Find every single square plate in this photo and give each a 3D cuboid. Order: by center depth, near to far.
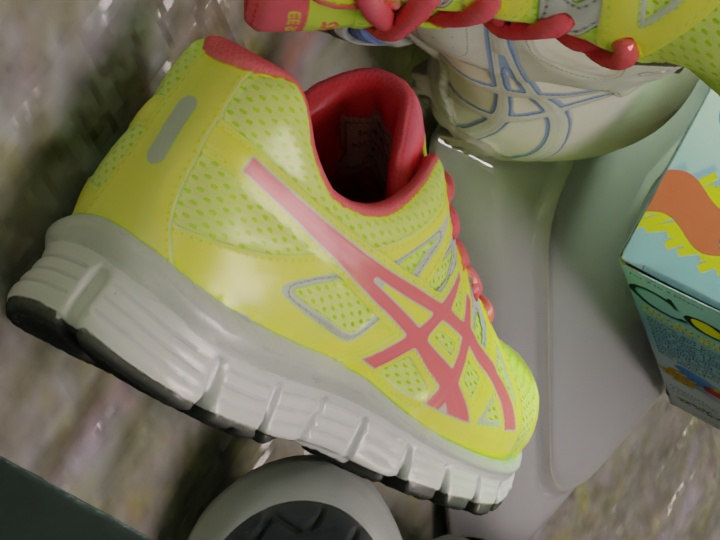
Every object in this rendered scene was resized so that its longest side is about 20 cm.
[{"bbox_3d":[0.089,-0.024,0.906,0.200,0.028,0.199,-46,148,-32],"label":"square plate"}]

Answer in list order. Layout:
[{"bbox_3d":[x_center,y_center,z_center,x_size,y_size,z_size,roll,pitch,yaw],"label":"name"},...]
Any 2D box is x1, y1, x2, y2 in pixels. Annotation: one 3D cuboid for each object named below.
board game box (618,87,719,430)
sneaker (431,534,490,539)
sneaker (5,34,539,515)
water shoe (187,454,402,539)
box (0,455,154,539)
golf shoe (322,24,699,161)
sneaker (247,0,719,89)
[{"bbox_3d":[0.149,-0.002,0.843,0.103,0.105,0.200,-61,166,-7],"label":"board game box"},{"bbox_3d":[0.068,0.112,0.912,0.083,0.072,0.200,-26,162,0],"label":"sneaker"},{"bbox_3d":[0.000,0.000,0.708,0.091,0.078,0.200,-66,154,-1],"label":"sneaker"},{"bbox_3d":[-0.011,0.117,0.823,0.079,0.071,0.201,-86,171,-52],"label":"water shoe"},{"bbox_3d":[-0.062,0.154,0.590,0.123,0.199,0.199,-48,149,-31],"label":"box"},{"bbox_3d":[0.058,-0.062,0.726,0.200,0.097,0.079,17,90,-62],"label":"golf shoe"},{"bbox_3d":[0.020,-0.074,0.582,0.090,0.200,0.078,-52,-169,1],"label":"sneaker"}]
